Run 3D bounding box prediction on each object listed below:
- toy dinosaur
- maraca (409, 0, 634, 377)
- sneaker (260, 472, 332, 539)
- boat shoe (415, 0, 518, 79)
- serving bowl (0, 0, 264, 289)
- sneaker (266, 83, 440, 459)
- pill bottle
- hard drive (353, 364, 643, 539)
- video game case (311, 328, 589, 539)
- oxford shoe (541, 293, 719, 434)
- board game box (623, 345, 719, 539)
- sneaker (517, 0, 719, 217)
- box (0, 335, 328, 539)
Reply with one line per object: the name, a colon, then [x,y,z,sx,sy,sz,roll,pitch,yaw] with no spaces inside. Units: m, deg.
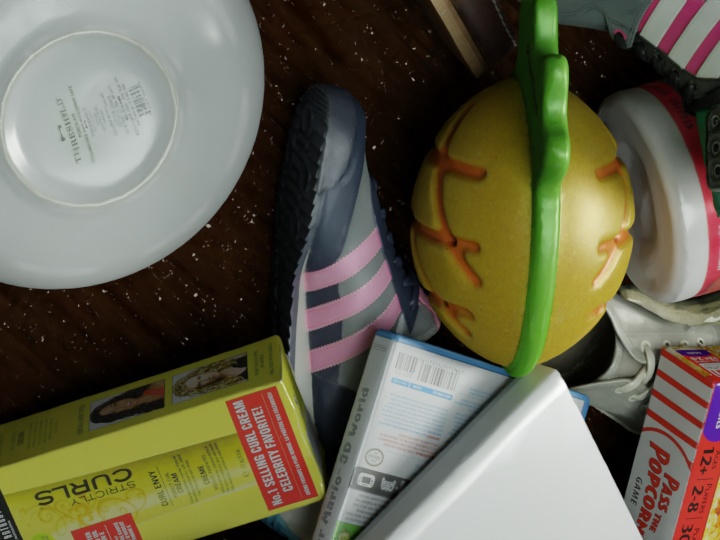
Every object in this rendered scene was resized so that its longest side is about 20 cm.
toy dinosaur: [0.237,0.013,1.411,0.199,0.088,0.048,-20,150,-23]
maraca: [0.079,-0.039,1.283,0.107,0.137,0.200,-2,135,-8]
sneaker: [0.036,0.119,1.396,0.199,0.076,0.081,10,99,-30]
boat shoe: [0.029,-0.185,1.276,0.070,0.070,0.200,-33,117,-1]
serving bowl: [-0.133,-0.079,1.259,0.199,0.066,0.201,-7,111,-19]
sneaker: [0.000,0.000,1.336,0.082,0.070,0.201,-2,118,-13]
pill bottle: [0.227,-0.060,1.373,0.199,0.111,0.111,-16,114,-14]
hard drive: [0.050,0.159,1.318,0.200,0.027,0.132,-43,123,-24]
video game case: [0.033,0.141,1.329,0.143,0.018,0.201,19,88,-41]
oxford shoe: [0.147,0.050,1.415,0.200,0.058,0.075,23,99,-27]
board game box: [0.230,0.113,1.445,0.199,0.046,0.152,-3,114,-35]
sneaker: [0.162,-0.087,1.273,0.084,0.199,0.121,-12,106,-55]
box: [-0.120,0.100,1.308,0.199,0.050,0.075,-17,116,4]
